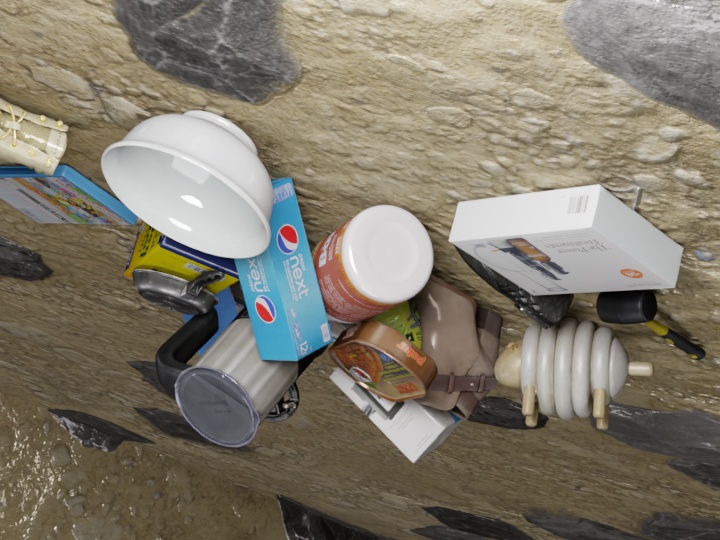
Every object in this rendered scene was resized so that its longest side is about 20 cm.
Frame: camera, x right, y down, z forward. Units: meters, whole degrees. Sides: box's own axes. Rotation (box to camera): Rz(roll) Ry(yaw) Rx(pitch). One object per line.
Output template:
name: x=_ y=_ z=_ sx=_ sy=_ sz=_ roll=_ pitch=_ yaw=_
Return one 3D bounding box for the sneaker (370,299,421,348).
sneaker: x=0.055 y=0.071 z=1.856 sx=0.075 sy=0.077 sz=0.200 roll=-26 pitch=151 yaw=19

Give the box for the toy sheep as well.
toy sheep: x=0.264 y=0.125 z=1.769 sx=0.197 sy=0.140 sz=0.138 roll=3 pitch=159 yaw=12

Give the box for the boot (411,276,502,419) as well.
boot: x=0.100 y=0.099 z=1.809 sx=0.199 sy=0.148 sz=0.070 roll=27 pitch=172 yaw=-29

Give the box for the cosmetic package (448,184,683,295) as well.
cosmetic package: x=0.215 y=-0.028 z=1.503 sx=0.150 sy=0.052 sz=0.199 roll=28 pitch=159 yaw=-37

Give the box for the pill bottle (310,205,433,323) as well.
pill bottle: x=0.000 y=0.000 z=1.674 sx=0.111 sy=0.114 sz=0.200 roll=22 pitch=161 yaw=-15

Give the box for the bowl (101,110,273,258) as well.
bowl: x=-0.171 y=-0.106 z=1.531 sx=0.199 sy=0.091 sz=0.202 roll=20 pitch=154 yaw=11

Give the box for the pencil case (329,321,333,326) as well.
pencil case: x=-0.083 y=0.059 z=1.873 sx=0.091 sy=0.083 sz=0.200 roll=53 pitch=143 yaw=11

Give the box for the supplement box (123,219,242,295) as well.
supplement box: x=-0.203 y=-0.041 z=1.742 sx=0.108 sy=0.110 sz=0.200 roll=22 pitch=161 yaw=-17

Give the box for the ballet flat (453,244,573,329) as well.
ballet flat: x=0.172 y=-0.001 z=1.646 sx=0.199 sy=0.057 sz=0.066 roll=38 pitch=-179 yaw=-36

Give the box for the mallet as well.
mallet: x=0.346 y=0.068 z=1.689 sx=0.065 sy=0.042 sz=0.199 roll=2 pitch=160 yaw=36

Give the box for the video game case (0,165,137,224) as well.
video game case: x=-0.414 y=-0.101 z=1.911 sx=0.198 sy=0.018 sz=0.143 roll=3 pitch=156 yaw=37

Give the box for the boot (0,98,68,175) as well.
boot: x=-0.405 y=-0.170 z=1.611 sx=0.154 sy=0.074 sz=0.200 roll=21 pitch=163 yaw=-10

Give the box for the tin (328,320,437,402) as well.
tin: x=0.028 y=0.112 z=1.738 sx=0.112 sy=0.042 sz=0.200 roll=42 pitch=162 yaw=-8

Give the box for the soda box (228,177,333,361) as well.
soda box: x=-0.098 y=-0.001 z=1.642 sx=0.067 sy=0.203 sz=0.064 roll=-2 pitch=-163 yaw=44

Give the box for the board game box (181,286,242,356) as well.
board game box: x=-0.197 y=0.041 z=1.959 sx=0.157 sy=0.039 sz=0.203 roll=-3 pitch=109 yaw=54

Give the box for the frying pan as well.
frying pan: x=-0.202 y=0.029 z=1.734 sx=0.188 sy=0.031 sz=0.115 roll=5 pitch=160 yaw=41

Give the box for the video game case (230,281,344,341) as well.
video game case: x=-0.125 y=0.053 z=2.043 sx=0.199 sy=0.024 sz=0.181 roll=27 pitch=169 yaw=-29

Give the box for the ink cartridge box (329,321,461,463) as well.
ink cartridge box: x=0.036 y=0.153 z=1.895 sx=0.200 sy=0.068 sz=0.116 roll=45 pitch=-165 yaw=12

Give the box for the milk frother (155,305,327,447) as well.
milk frother: x=-0.140 y=0.149 z=1.771 sx=0.179 sy=0.188 sz=0.202 roll=-3 pitch=120 yaw=35
